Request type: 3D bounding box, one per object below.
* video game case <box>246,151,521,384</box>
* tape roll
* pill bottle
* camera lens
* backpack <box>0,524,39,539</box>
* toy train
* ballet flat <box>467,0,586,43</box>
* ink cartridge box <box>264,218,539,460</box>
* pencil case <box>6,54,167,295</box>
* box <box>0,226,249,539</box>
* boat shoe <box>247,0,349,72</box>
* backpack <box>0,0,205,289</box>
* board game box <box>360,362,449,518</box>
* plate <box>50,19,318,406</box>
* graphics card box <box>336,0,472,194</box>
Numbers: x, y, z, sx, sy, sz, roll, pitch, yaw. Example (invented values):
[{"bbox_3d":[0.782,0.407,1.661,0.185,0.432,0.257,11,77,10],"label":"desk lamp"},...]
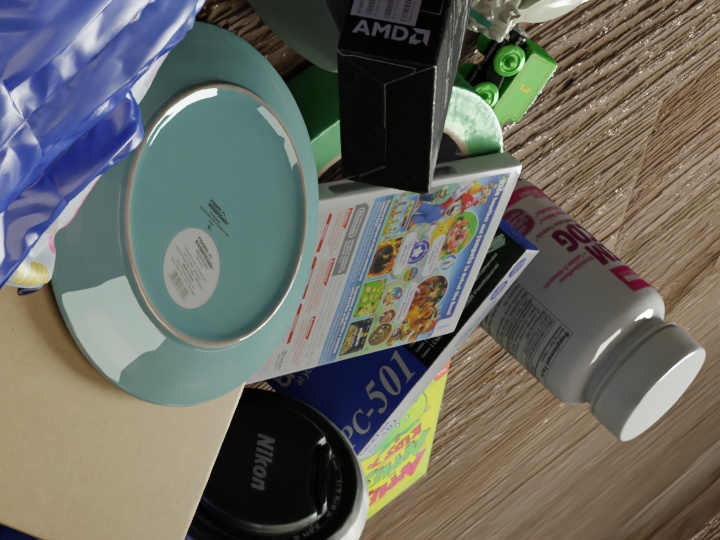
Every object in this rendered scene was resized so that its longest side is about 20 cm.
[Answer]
[{"bbox_3d":[0.000,0.000,1.031,0.200,0.018,0.143,-12,136,-37],"label":"video game case"},{"bbox_3d":[-0.005,-0.045,1.035,0.200,0.048,0.201,-27,144,-22],"label":"tape roll"},{"bbox_3d":[0.163,0.032,1.308,0.113,0.200,0.113,-38,156,-20],"label":"pill bottle"},{"bbox_3d":[-0.089,0.194,1.187,0.160,0.160,0.200,-28,151,-37],"label":"camera lens"},{"bbox_3d":[-0.212,0.201,0.962,0.162,0.168,0.200,-12,140,-44],"label":"backpack"},{"bbox_3d":[0.061,-0.078,1.135,0.056,0.042,0.200,21,114,-34],"label":"toy train"},{"bbox_3d":[0.132,-0.197,1.051,0.200,0.072,0.072,-35,155,-27],"label":"ballet flat"},{"bbox_3d":[0.028,0.032,1.205,0.200,0.094,0.044,-52,165,12],"label":"ink cartridge box"},{"bbox_3d":[-0.128,-0.090,0.717,0.200,0.083,0.091,-59,-167,8],"label":"pencil case"},{"bbox_3d":[-0.138,0.056,0.843,0.200,0.021,0.164,35,71,-47],"label":"box"},{"bbox_3d":[-0.017,-0.168,0.828,0.072,0.070,0.201,-51,164,-15],"label":"boat shoe"},{"bbox_3d":[-0.156,-0.091,0.594,0.200,0.162,0.168,-52,151,-13],"label":"backpack"},{"bbox_3d":[0.015,0.138,1.424,0.102,0.048,0.200,-36,155,-25],"label":"board game box"},{"bbox_3d":[-0.080,-0.029,0.864,0.200,0.026,0.201,-7,99,-52],"label":"plate"},{"bbox_3d":[0.033,-0.153,0.829,0.126,0.051,0.200,90,12,-66],"label":"graphics card box"}]
